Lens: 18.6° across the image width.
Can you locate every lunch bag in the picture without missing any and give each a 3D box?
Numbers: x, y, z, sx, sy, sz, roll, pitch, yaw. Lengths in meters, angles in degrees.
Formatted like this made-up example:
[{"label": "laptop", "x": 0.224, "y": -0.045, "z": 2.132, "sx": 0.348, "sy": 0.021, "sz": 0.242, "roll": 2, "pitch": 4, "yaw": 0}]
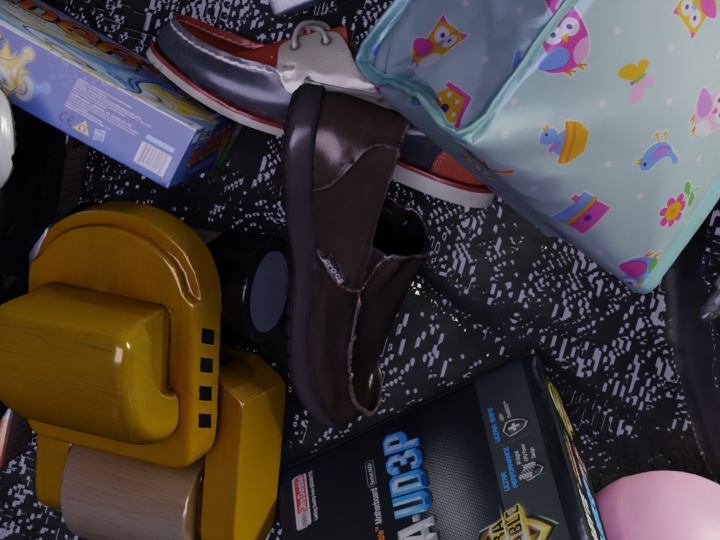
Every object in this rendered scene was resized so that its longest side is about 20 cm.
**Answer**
[{"label": "lunch bag", "x": 0.124, "y": -0.121, "z": 1.066, "sx": 0.170, "sy": 0.122, "sz": 0.200, "roll": 35, "pitch": 91, "yaw": -40}]

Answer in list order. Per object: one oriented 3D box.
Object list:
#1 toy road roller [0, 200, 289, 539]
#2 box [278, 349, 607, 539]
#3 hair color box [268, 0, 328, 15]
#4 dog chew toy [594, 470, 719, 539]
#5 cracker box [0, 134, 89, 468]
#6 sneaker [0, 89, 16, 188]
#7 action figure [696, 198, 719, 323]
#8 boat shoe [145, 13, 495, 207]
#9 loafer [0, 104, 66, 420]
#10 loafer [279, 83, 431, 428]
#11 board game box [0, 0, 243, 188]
[{"label": "toy road roller", "x": -0.122, "y": 0.064, "z": 1.120, "sx": 0.123, "sy": 0.146, "sz": 0.201, "roll": 11, "pitch": 109, "yaw": 23}, {"label": "box", "x": 0.041, "y": 0.138, "z": 1.101, "sx": 0.159, "sy": 0.200, "sz": 0.046, "roll": -26, "pitch": 119, "yaw": 10}, {"label": "hair color box", "x": 0.033, "y": -0.214, "z": 1.134, "sx": 0.199, "sy": 0.061, "sz": 0.099, "roll": -21, "pitch": 93, "yaw": 10}, {"label": "dog chew toy", "x": 0.114, "y": 0.183, "z": 1.138, "sx": 0.199, "sy": 0.125, "sz": 0.125, "roll": -23, "pitch": 92, "yaw": 17}, {"label": "cracker box", "x": -0.230, "y": -0.007, "z": 1.191, "sx": 0.133, "sy": 0.058, "sz": 0.201, "roll": 14, "pitch": 98, "yaw": 5}, {"label": "sneaker", "x": -0.256, "y": -0.062, "z": 1.086, "sx": 0.200, "sy": 0.080, "sz": 0.074, "roll": -10, "pitch": 83, "yaw": 46}, {"label": "action figure", "x": 0.266, "y": -0.020, "z": 1.104, "sx": 0.193, "sy": 0.105, "sz": 0.200, "roll": -35, "pitch": 88, "yaw": 19}, {"label": "boat shoe", "x": -0.011, "y": -0.096, "z": 1.143, "sx": 0.199, "sy": 0.071, "sz": 0.063, "roll": 21, "pitch": 113, "yaw": -1}, {"label": "loafer", "x": -0.209, "y": 0.007, "z": 1.134, "sx": 0.072, "sy": 0.073, "sz": 0.201, "roll": 16, "pitch": 94, "yaw": 24}, {"label": "loafer", "x": 0.000, "y": 0.000, "z": 1.121, "sx": 0.071, "sy": 0.073, "sz": 0.201, "roll": 3, "pitch": 128, "yaw": 8}, {"label": "board game box", "x": -0.163, "y": -0.109, "z": 1.133, "sx": 0.200, "sy": 0.135, "sz": 0.035, "roll": 29, "pitch": 100, "yaw": 3}]
